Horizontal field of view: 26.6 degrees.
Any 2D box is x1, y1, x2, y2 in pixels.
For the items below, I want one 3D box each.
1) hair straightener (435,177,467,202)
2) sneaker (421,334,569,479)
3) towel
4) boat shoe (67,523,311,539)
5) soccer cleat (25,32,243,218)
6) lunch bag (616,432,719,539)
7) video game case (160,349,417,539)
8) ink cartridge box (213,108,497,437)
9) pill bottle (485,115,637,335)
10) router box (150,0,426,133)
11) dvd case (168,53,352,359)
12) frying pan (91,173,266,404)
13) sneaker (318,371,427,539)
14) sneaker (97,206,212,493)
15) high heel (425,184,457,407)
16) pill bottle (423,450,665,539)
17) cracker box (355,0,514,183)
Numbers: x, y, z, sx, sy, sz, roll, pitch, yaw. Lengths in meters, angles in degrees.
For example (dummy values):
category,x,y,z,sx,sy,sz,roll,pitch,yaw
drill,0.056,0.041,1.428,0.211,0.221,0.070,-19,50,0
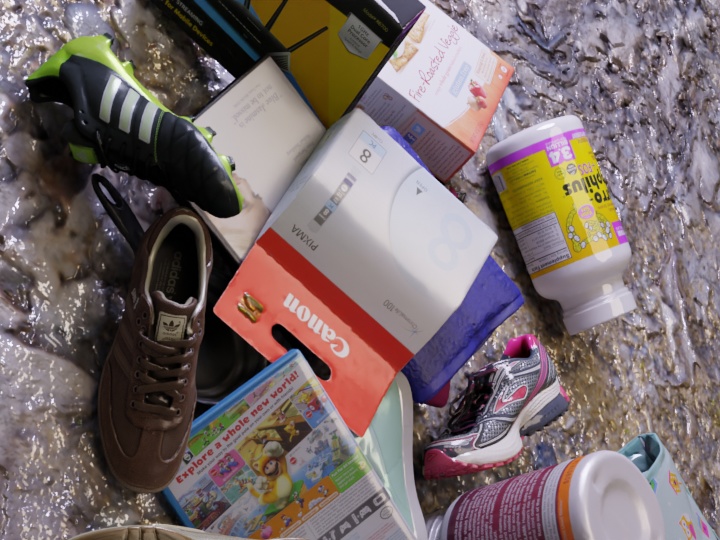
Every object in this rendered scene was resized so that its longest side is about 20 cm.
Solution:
category,x,y,z,sx,sy,sz,roll,pitch,yaw
hair straightener,0.085,-0.065,1.430,0.076,0.041,0.202,-2,68,-49
sneaker,0.109,0.124,1.334,0.199,0.080,0.076,-33,104,-52
towel,0.033,-0.006,1.276,0.147,0.049,0.201,-41,97,-33
boat shoe,-0.120,0.211,1.049,0.198,0.063,0.074,1,81,-25
soccer cleat,-0.163,-0.093,1.100,0.081,0.068,0.200,-38,63,-21
lunch bag,0.258,0.269,1.402,0.200,0.121,0.171,-41,102,-43
video game case,-0.051,0.182,1.127,0.142,0.018,0.201,-35,100,-18
ink cartridge box,0.000,0.000,1.175,0.160,0.047,0.201,41,59,-16
pill bottle,0.204,-0.043,1.505,0.104,0.104,0.202,-17,85,-50
router box,-0.065,-0.217,1.215,0.200,0.149,0.051,41,41,2
dvd case,-0.059,-0.051,1.191,0.201,0.017,0.143,52,57,-11
frying pan,-0.149,0.027,1.137,0.189,0.031,0.116,37,49,-18
sneaker,-0.015,0.179,1.189,0.117,0.073,0.203,2,77,-33
sneaker,-0.144,0.052,1.068,0.069,0.076,0.203,7,73,-10
high heel,0.064,0.021,1.351,0.096,0.067,0.201,39,58,-23
pill bottle,0.135,0.223,1.223,0.113,0.199,0.116,23,56,-39
cracker box,0.034,-0.192,1.388,0.199,0.058,0.135,36,46,-9
